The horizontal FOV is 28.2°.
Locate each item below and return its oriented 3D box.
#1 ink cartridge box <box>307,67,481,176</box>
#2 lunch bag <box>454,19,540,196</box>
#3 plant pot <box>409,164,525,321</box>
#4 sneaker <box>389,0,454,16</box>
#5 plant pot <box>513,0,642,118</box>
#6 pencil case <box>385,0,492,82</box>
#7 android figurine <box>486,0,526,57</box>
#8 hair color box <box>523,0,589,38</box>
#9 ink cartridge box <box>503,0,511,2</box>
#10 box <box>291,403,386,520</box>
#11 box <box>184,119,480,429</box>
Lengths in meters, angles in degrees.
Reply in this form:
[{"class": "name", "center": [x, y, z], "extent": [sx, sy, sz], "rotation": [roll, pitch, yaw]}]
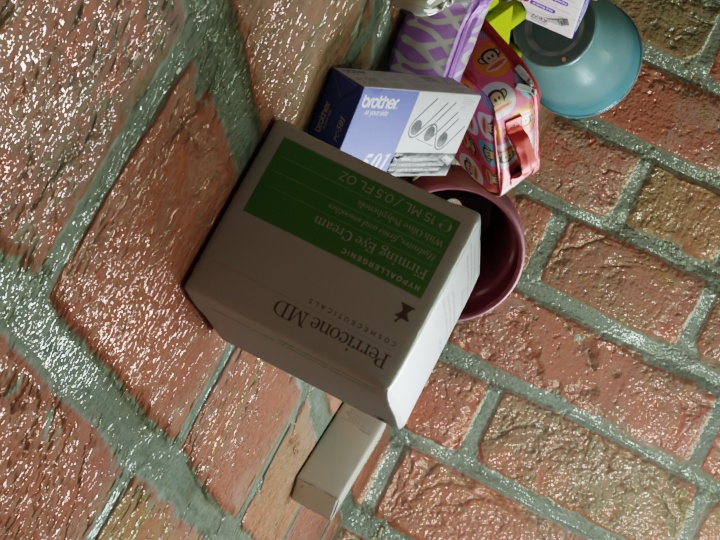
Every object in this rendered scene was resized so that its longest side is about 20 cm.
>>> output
[{"class": "ink cartridge box", "center": [0.031, -0.140, 1.383], "extent": [0.199, 0.044, 0.094], "rotation": [-5, 124, -53]}, {"class": "lunch bag", "center": [0.140, -0.179, 1.604], "extent": [0.082, 0.176, 0.200], "rotation": [-32, 151, -12]}, {"class": "plant pot", "center": [0.123, -0.055, 1.952], "extent": [0.179, 0.199, 0.201], "rotation": [-81, -168, -67]}, {"class": "sneaker", "center": [0.079, -0.320, 1.335], "extent": [0.081, 0.075, 0.201], "rotation": [77, 35, -54]}, {"class": "plant pot", "center": [0.329, -0.361, 2.272], "extent": [0.201, 0.199, 0.188], "rotation": [-64, 156, 3]}, {"class": "pencil case", "center": [0.074, -0.216, 1.488], "extent": [0.084, 0.086, 0.201], "rotation": [2, 118, -31]}, {"class": "android figurine", "center": [0.134, -0.255, 1.760], "extent": [0.200, 0.041, 0.183], "rotation": [-39, 145, -35]}, {"class": "hair color box", "center": [0.278, -0.426, 1.997], "extent": [0.065, 0.109, 0.200], "rotation": [-60, 171, -30]}, {"class": "ink cartridge box", "center": [0.182, -0.329, 1.920], "extent": [0.163, 0.050, 0.200], "rotation": [-64, 168, 4]}, {"class": "box", "center": [-0.032, 0.305, 2.348], "extent": [0.200, 0.082, 0.069], "rotation": [-54, 168, -42]}, {"class": "box", "center": [-0.017, 0.009, 1.248], "extent": [0.172, 0.198, 0.200], "rotation": [-62, 169, -11]}]
